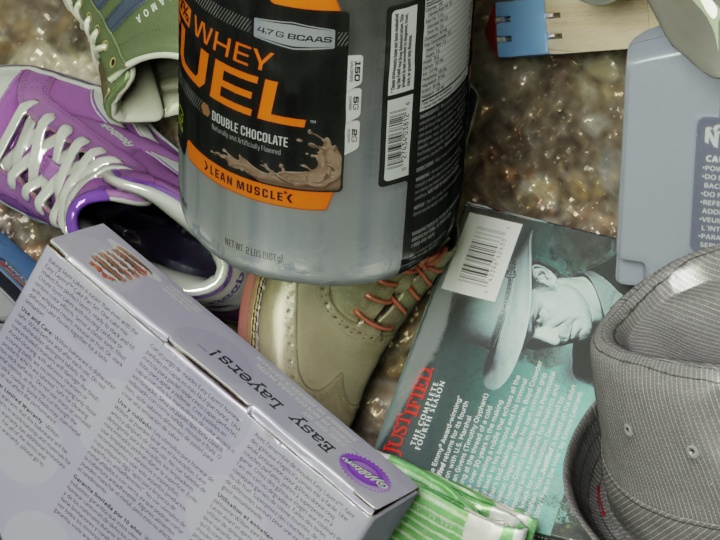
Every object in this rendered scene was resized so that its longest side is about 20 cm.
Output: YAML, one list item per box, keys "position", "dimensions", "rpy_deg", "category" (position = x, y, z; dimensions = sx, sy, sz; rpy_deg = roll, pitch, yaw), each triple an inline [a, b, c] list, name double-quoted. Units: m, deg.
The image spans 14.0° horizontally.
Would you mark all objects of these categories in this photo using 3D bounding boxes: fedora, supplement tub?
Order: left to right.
- position: [-0.014, -0.104, 1.196]
  dimensions: [0.122, 0.123, 0.200]
  rpy_deg: [16, 128, 18]
  category: "supplement tub"
- position: [0.166, 0.050, 1.170]
  dimensions: [0.177, 0.090, 0.200]
  rpy_deg: [-34, 34, -24]
  category: "fedora"

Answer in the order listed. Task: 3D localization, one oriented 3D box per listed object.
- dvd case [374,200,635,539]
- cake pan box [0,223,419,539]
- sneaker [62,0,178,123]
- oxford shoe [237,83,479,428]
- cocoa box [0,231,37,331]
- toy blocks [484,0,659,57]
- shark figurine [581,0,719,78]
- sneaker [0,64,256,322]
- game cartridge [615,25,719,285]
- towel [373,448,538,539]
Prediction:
- position: [0.116, 0.057, 1.283]
  dimensions: [0.200, 0.022, 0.146]
  rpy_deg: [14, 69, 17]
  category: "dvd case"
- position: [-0.093, 0.110, 1.274]
  dimensions: [0.200, 0.052, 0.184]
  rpy_deg: [38, 118, 16]
  category: "cake pan box"
- position: [-0.104, -0.114, 1.348]
  dimensions: [0.200, 0.067, 0.090]
  rpy_deg: [22, 80, 28]
  category: "sneaker"
- position: [0.000, 0.000, 1.310]
  dimensions: [0.075, 0.070, 0.201]
  rpy_deg: [10, 86, 40]
  category: "oxford shoe"
- position: [-0.246, 0.014, 1.372]
  dimensions: [0.200, 0.131, 0.133]
  rpy_deg: [40, 99, 16]
  category: "cocoa box"
- position: [0.117, -0.173, 1.294]
  dimensions: [0.136, 0.100, 0.201]
  rpy_deg: [-2, 94, 31]
  category: "toy blocks"
- position: [0.072, -0.160, 1.223]
  dimensions: [0.214, 0.089, 0.128]
  rpy_deg: [15, 93, 45]
  category: "shark figurine"
- position: [-0.127, -0.044, 1.348]
  dimensions: [0.200, 0.114, 0.073]
  rpy_deg: [27, 96, 19]
  category: "sneaker"
- position: [0.209, -0.044, 1.233]
  dimensions: [0.199, 0.041, 0.133]
  rpy_deg: [6, 125, 10]
  category: "game cartridge"
- position: [-0.032, 0.137, 1.289]
  dimensions: [0.200, 0.023, 0.153]
  rpy_deg: [22, 107, 21]
  category: "towel"
